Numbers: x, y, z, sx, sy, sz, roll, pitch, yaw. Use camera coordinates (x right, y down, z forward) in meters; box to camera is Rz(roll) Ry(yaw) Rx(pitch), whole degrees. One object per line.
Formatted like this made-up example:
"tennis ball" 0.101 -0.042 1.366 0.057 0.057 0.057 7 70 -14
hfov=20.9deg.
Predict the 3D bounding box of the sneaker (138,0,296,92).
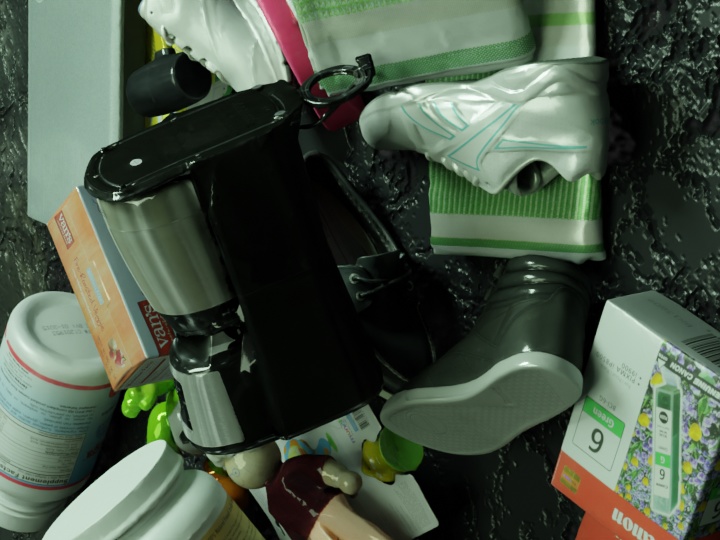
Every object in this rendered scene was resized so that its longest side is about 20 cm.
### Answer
"sneaker" -0.107 -0.179 1.409 0.201 0.087 0.075 62 178 5

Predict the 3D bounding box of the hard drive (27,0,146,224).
"hard drive" -0.218 -0.128 1.551 0.139 0.033 0.202 20 113 48

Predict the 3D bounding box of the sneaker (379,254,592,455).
"sneaker" 0.087 0.053 1.266 0.200 0.070 0.100 -30 35 54

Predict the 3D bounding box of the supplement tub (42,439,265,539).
"supplement tub" -0.130 0.241 1.454 0.201 0.144 0.144 52 139 -11

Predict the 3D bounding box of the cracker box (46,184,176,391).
"cracker box" -0.107 -0.001 1.386 0.058 0.199 0.135 -41 67 45

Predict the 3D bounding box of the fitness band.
"fitness band" -0.052 -0.189 1.343 0.037 0.144 0.201 -25 72 2

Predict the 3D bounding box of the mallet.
"mallet" -0.161 -0.213 1.464 0.066 0.041 0.202 -24 76 45

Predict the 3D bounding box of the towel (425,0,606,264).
"towel" 0.098 -0.107 1.264 0.152 0.023 0.202 4 99 48

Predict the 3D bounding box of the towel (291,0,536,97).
"towel" 0.018 -0.210 1.204 0.148 0.031 0.201 -7 120 18

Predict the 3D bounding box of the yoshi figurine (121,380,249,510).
"yoshi figurine" -0.115 0.093 1.494 0.111 0.112 0.202 24 113 32

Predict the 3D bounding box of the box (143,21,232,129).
"box" -0.150 -0.154 1.524 0.117 0.048 0.202 36 126 40

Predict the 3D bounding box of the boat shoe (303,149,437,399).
"boat shoe" 0.002 -0.001 1.356 0.200 0.074 0.066 63 144 27

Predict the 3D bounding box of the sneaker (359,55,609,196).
"sneaker" 0.074 -0.084 1.227 0.199 0.070 0.081 -4 96 47

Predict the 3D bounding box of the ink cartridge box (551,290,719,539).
"ink cartridge box" 0.176 0.127 1.198 0.109 0.050 0.202 37 123 39

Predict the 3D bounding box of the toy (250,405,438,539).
"toy" -0.009 0.153 1.414 0.116 0.047 0.200 58 147 5

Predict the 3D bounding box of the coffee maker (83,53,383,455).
"coffee maker" -0.055 -0.004 1.240 0.190 0.135 0.201 -14 114 15

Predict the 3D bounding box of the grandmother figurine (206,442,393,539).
"grandmother figurine" -0.026 0.170 1.355 0.200 0.060 0.122 39 134 14

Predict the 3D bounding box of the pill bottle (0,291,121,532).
"pill bottle" -0.269 0.125 1.670 0.109 0.108 0.201 48 131 32
